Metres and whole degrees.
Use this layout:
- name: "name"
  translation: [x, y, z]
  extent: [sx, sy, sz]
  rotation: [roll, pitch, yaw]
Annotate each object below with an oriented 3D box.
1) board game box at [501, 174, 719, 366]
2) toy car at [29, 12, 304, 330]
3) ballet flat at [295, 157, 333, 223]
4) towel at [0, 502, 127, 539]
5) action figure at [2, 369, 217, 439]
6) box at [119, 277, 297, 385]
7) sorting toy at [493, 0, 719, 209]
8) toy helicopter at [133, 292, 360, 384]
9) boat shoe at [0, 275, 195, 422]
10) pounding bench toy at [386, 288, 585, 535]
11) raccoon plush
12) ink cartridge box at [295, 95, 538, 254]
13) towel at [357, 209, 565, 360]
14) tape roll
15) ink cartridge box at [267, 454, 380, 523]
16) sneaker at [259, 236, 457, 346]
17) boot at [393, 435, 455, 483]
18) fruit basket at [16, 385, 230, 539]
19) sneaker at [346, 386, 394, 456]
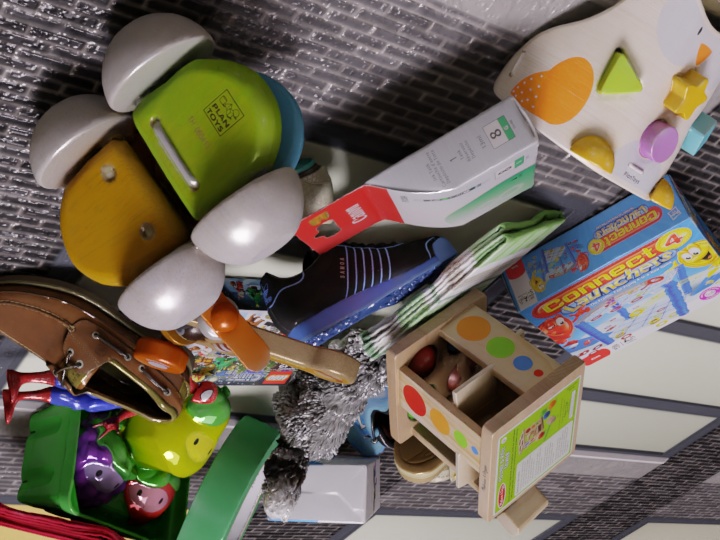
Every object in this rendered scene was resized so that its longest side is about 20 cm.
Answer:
- name: "board game box"
  translation: [0.281, 0.008, 1.141]
  extent: [0.199, 0.056, 0.195]
  rotation: [-31, 145, 20]
- name: "toy car"
  translation: [-0.120, -0.071, 0.762]
  extent: [0.199, 0.176, 0.150]
  rotation: [-38, 173, 28]
- name: "ballet flat"
  translation: [-0.115, -0.034, 0.873]
  extent: [0.197, 0.068, 0.063]
  rotation: [-17, 108, -1]
- name: "towel"
  translation: [-0.287, 0.274, 1.109]
  extent: [0.143, 0.023, 0.200]
  rotation: [12, 163, 7]
- name: "action figure"
  translation: [-0.230, 0.118, 1.006]
  extent: [0.197, 0.052, 0.066]
  rotation: [-2, 142, -26]
- name: "box"
  translation: [-0.139, 0.062, 1.041]
  extent: [0.198, 0.038, 0.137]
  rotation: [3, 142, -29]
- name: "sorting toy"
  translation: [0.241, -0.161, 0.859]
  extent: [0.199, 0.107, 0.181]
  rotation: [18, 114, -43]
- name: "toy helicopter"
  translation: [-0.094, 0.052, 0.886]
  extent: [0.197, 0.080, 0.132]
  rotation: [18, 162, -3]
- name: "boat shoe"
  translation: [-0.237, 0.070, 0.932]
  extent: [0.198, 0.069, 0.072]
  rotation: [24, 135, -18]
- name: "pounding bench toy"
  translation: [0.112, 0.149, 1.045]
  extent: [0.124, 0.155, 0.202]
  rotation: [-31, 137, -28]
- name: "raccoon plush"
  translation: [-0.022, 0.156, 1.107]
  extent: [0.096, 0.202, 0.134]
  rotation: [24, 144, -29]
- name: "ink cartridge box"
  translation: [0.049, -0.055, 0.873]
  extent: [0.199, 0.050, 0.161]
  rotation: [-32, 170, 3]
- name: "towel"
  translation: [0.098, 0.009, 1.045]
  extent: [0.200, 0.031, 0.149]
  rotation: [-43, 168, 30]
- name: "tape roll"
  translation: [-0.150, 0.264, 1.199]
  extent: [0.048, 0.202, 0.201]
  rotation: [23, 143, 6]
- name: "ink cartridge box"
  translation: [-0.037, 0.259, 1.290]
  extent: [0.113, 0.069, 0.200]
  rotation: [1, 173, 6]
- name: "sneaker"
  translation: [0.000, 0.000, 0.992]
  extent: [0.199, 0.078, 0.070]
  rotation: [-26, 167, -30]
- name: "boot"
  translation: [0.086, 0.192, 1.186]
  extent: [0.072, 0.201, 0.157]
  rotation: [15, 132, 13]
- name: "fruit basket"
  translation: [-0.224, 0.197, 1.121]
  extent: [0.212, 0.158, 0.216]
  rotation: [2, 154, 1]
- name: "sneaker"
  translation: [0.018, 0.173, 1.230]
  extent: [0.077, 0.091, 0.201]
  rotation: [-9, 149, -12]
